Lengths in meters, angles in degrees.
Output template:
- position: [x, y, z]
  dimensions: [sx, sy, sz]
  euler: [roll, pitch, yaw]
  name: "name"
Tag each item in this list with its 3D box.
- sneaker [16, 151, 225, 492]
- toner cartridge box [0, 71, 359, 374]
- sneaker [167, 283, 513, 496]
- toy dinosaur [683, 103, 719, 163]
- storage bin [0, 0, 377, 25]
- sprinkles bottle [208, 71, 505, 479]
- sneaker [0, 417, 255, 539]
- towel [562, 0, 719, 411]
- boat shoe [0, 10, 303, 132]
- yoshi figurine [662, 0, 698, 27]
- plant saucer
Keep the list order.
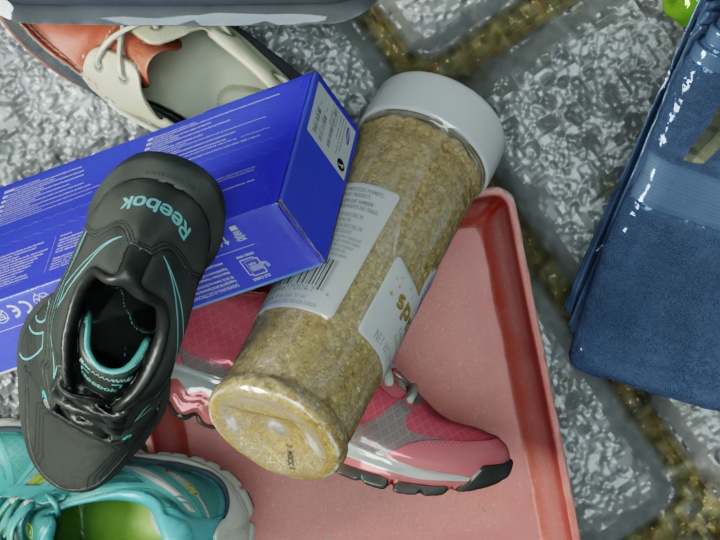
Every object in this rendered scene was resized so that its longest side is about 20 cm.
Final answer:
- position: [-0.118, 0.037, 1.331]
  dimensions: [0.075, 0.079, 0.200]
  euler: [20, 132, -1]
  name: "sneaker"
- position: [-0.101, -0.019, 1.395]
  dimensions: [0.200, 0.095, 0.043]
  euler: [-18, 125, 28]
  name: "toner cartridge box"
- position: [-0.017, 0.046, 1.416]
  dimensions: [0.200, 0.074, 0.087]
  euler: [19, 94, -1]
  name: "sneaker"
- position: [0.201, -0.136, 1.337]
  dimensions: [0.088, 0.047, 0.200]
  euler: [8, 77, 4]
  name: "toy dinosaur"
- position: [-0.084, -0.207, 1.381]
  dimensions: [0.200, 0.134, 0.146]
  euler: [1, 68, 0]
  name: "storage bin"
- position: [0.000, 0.000, 1.378]
  dimensions: [0.068, 0.068, 0.200]
  euler: [30, 58, -2]
  name: "sprinkles bottle"
- position: [-0.150, 0.116, 1.440]
  dimensions: [0.200, 0.080, 0.078]
  euler: [0, 99, 25]
  name: "sneaker"
- position: [0.178, -0.030, 1.426]
  dimensions: [0.112, 0.049, 0.200]
  euler: [19, 117, -5]
  name: "towel"
- position: [-0.092, -0.099, 1.444]
  dimensions: [0.200, 0.063, 0.071]
  euler: [33, 97, -1]
  name: "boat shoe"
- position: [0.191, -0.162, 1.432]
  dimensions: [0.200, 0.112, 0.113]
  euler: [17, 60, -13]
  name: "yoshi figurine"
- position: [-0.005, 0.073, 1.473]
  dimensions: [0.200, 0.037, 0.200]
  euler: [-11, 95, 1]
  name: "plant saucer"
